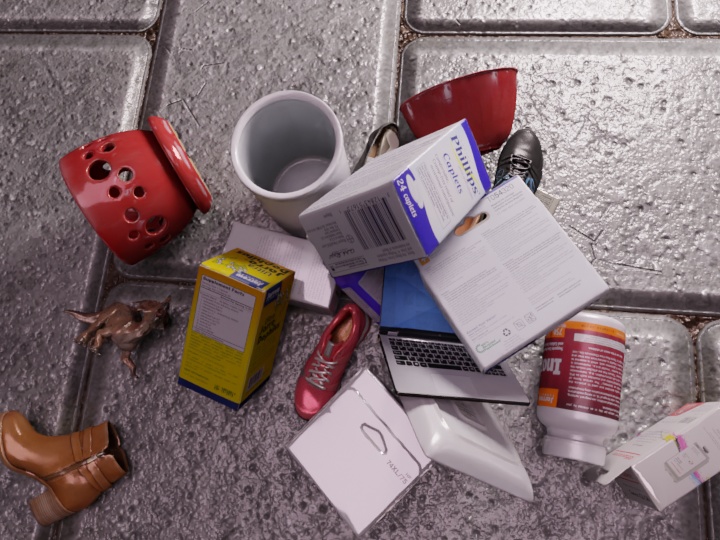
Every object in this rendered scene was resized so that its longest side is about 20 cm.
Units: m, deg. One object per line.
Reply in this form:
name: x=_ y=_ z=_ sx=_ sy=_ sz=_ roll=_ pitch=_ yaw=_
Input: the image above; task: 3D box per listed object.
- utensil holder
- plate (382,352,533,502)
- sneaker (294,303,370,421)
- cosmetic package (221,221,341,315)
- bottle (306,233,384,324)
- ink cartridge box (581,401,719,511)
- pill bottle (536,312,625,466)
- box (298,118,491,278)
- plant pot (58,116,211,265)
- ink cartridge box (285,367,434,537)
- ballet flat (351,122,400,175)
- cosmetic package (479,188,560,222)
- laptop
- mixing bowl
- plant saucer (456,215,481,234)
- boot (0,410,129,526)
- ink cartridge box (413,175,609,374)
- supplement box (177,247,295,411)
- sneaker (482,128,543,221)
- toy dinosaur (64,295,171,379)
utensil holder: x=-0.099 y=-0.157 z=0.889 sx=0.167 sy=0.200 sz=0.173 roll=-1 pitch=75 yaw=5
plate: x=0.133 y=0.195 z=0.740 sx=0.198 sy=0.201 sz=0.032 roll=30 pitch=108 yaw=-27
sneaker: x=-0.054 y=0.136 z=0.865 sx=0.073 sy=0.087 sz=0.202 roll=24 pitch=79 yaw=13
cosmetic package: x=-0.127 y=-0.002 z=0.917 sx=0.197 sy=0.071 sz=0.103 roll=15 pitch=77 yaw=9
bottle: x=0.000 y=0.000 z=0.853 sx=0.200 sy=0.065 sz=0.084 roll=44 pitch=55 yaw=-22
ink cartridge box: x=0.420 y=0.264 z=0.765 sx=0.198 sy=0.117 sz=0.068 roll=-32 pitch=74 yaw=-2
pill bottle: x=0.318 y=0.170 z=0.802 sx=0.111 sy=0.113 sz=0.203 roll=9 pitch=76 yaw=9
box: x=0.050 y=-0.095 z=0.752 sx=0.200 sy=0.183 sz=0.106 roll=-44 pitch=111 yaw=-39
plant pot: x=-0.358 y=-0.137 z=0.917 sx=0.181 sy=0.201 sz=0.202 roll=-29 pitch=74 yaw=-9
ink cartridge box: x=0.013 y=0.245 z=0.770 sx=0.146 sy=0.200 sz=0.147 roll=-43 pitch=74 yaw=-6
ballet flat: x=0.027 y=-0.173 z=0.914 sx=0.067 sy=0.068 sz=0.202 roll=25 pitch=56 yaw=-21
cosmetic package: x=0.227 y=-0.040 z=0.888 sx=0.104 sy=0.071 sz=0.202 roll=29 pitch=80 yaw=12
laptop: x=0.128 y=0.069 z=0.754 sx=0.184 sy=0.201 sz=0.117 roll=7 pitch=116 yaw=-13
mixing bowl: x=0.170 y=-0.240 z=0.901 sx=0.197 sy=0.200 sz=0.110 roll=-14 pitch=94 yaw=2
plant saucer: x=0.101 y=-0.090 z=0.905 sx=0.197 sy=0.038 sz=0.202 roll=-10 pitch=54 yaw=13
boot: x=-0.472 y=0.281 z=0.883 sx=0.154 sy=0.074 sz=0.202 roll=-32 pitch=86 yaw=-2
ink cartridge box: x=0.189 y=0.001 z=0.742 sx=0.195 sy=0.043 sz=0.201 roll=-30 pitch=68 yaw=-4
supplement box: x=-0.187 y=0.086 z=0.839 sx=0.108 sy=0.109 sz=0.203 roll=21 pitch=110 yaw=11
sneaker: x=0.236 y=-0.130 z=0.831 sx=0.072 sy=0.082 sz=0.203 roll=15 pitch=77 yaw=10
toy dinosaur: x=-0.394 y=0.086 z=0.923 sx=0.198 sy=0.086 sz=0.137 roll=18 pitch=67 yaw=27
